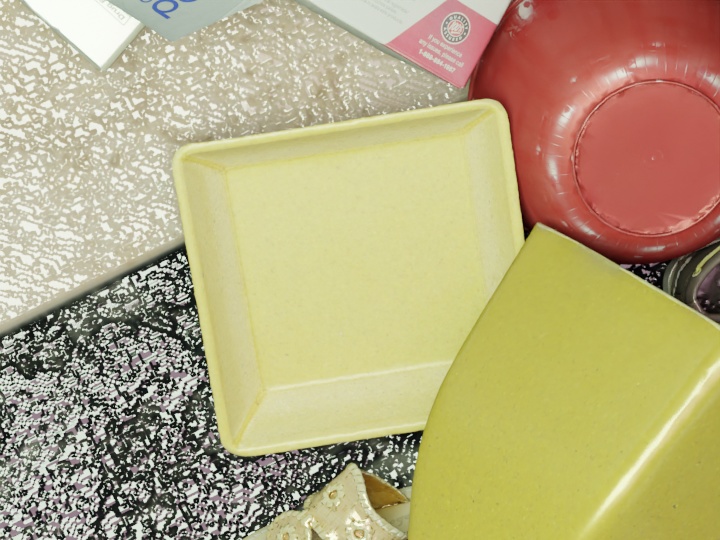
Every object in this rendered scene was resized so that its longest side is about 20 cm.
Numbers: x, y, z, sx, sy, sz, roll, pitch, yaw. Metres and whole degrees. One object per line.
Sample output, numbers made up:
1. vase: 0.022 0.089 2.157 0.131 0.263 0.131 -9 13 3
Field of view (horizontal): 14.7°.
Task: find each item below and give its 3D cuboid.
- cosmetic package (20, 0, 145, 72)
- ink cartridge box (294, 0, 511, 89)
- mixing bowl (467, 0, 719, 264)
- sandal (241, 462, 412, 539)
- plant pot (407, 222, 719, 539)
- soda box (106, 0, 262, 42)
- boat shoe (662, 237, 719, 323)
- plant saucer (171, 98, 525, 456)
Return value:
1. cosmetic package: -0.125 -0.225 1.645 0.105 0.071 0.200 43 91 -9
2. ink cartridge box: 0.040 -0.229 1.628 0.146 0.083 0.200 26 93 -43
3. mixing bowl: 0.166 -0.083 1.653 0.200 0.108 0.201 -1 109 -2
4. sandal: 0.009 0.142 1.691 0.211 0.078 0.070 -11 127 -11
5. plant pot: 0.144 0.129 1.611 0.200 0.195 0.194 -50 129 -5
6. soda box: -0.046 -0.199 1.535 0.200 0.068 0.064 -22 62 24
7. boat shoe: 0.285 -0.016 1.719 0.200 0.060 0.072 -21 98 -3
8. plant saucer: 0.000 0.000 1.677 0.200 0.048 0.200 -9 108 1
